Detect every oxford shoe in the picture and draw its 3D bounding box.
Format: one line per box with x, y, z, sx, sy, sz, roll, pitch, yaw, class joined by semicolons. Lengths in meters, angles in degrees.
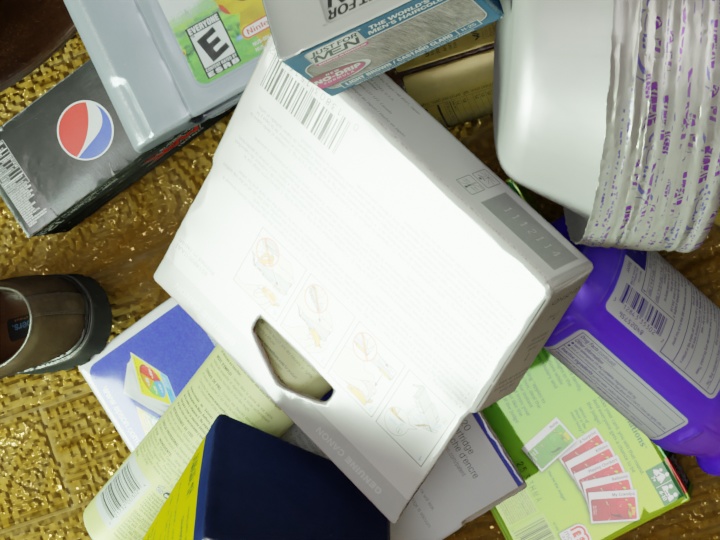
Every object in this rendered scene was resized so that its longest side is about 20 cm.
-0.247;0.044;1.229;0.200;0.084;0.073;-24;76;26;oxford shoe

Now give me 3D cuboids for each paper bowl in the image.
0.121;-0.110;1.040;0.104;0.201;0.201;2;93;-2;paper bowl

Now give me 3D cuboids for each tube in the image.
-0.073;0.081;1.172;0.058;0.052;0.200;33;109;-23;tube

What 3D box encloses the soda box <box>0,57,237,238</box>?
-0.118;-0.100;1.211;0.200;0.071;0.063;-35;87;11;soda box

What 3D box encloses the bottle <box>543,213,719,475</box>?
0.170;0.052;1.135;0.200;0.084;0.065;40;130;-18;bottle

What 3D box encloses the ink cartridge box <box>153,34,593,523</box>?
0.000;0.000;1.103;0.200;0.045;0.176;44;127;19;ink cartridge box

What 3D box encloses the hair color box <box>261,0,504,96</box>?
-0.010;-0.198;1.051;0.100;0.060;0.201;-23;68;18;hair color box

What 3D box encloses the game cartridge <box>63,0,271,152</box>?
-0.064;-0.166;1.139;0.200;0.040;0.134;-28;82;14;game cartridge

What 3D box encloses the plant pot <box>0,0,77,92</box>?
-0.245;-0.228;1.179;0.198;0.200;0.200;43;100;14;plant pot

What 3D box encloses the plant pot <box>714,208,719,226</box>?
0.269;-0.123;1.082;0.200;0.201;0.190;-1;77;11;plant pot

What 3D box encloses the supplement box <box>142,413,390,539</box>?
-0.074;0.197;1.137;0.109;0.109;0.200;25;119;-14;supplement box

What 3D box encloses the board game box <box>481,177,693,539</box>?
0.092;0.059;1.190;0.101;0.048;0.200;-29;87;11;board game box

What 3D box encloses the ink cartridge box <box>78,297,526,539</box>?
-0.031;0.083;1.201;0.200;0.047;0.198;-34;84;21;ink cartridge box

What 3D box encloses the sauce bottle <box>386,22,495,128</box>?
0.031;-0.108;1.185;0.199;0.066;0.066;-15;90;11;sauce bottle
